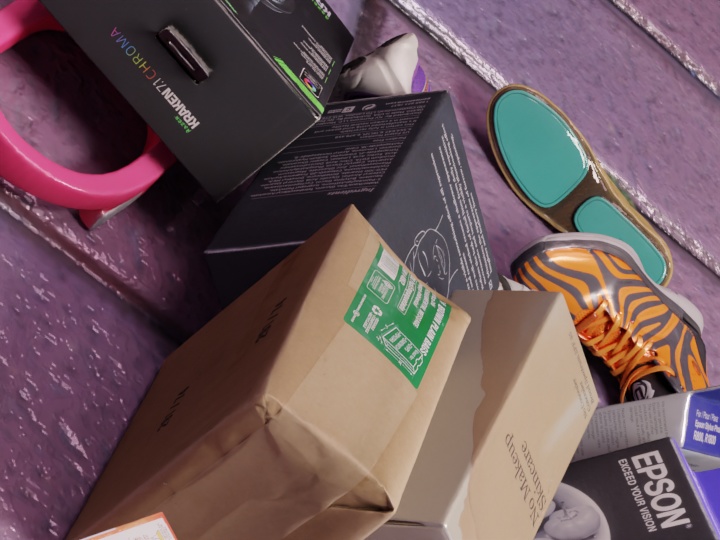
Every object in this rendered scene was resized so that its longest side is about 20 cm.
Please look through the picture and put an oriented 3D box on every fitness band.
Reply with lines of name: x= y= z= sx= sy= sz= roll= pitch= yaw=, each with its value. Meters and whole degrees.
fitness band: x=-0.179 y=-0.106 z=1.567 sx=0.144 sy=0.037 sz=0.200 roll=50 pitch=32 yaw=-4

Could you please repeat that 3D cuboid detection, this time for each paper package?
paper package: x=-0.049 y=0.092 z=1.396 sx=0.103 sy=0.190 sz=0.200 roll=44 pitch=32 yaw=-12

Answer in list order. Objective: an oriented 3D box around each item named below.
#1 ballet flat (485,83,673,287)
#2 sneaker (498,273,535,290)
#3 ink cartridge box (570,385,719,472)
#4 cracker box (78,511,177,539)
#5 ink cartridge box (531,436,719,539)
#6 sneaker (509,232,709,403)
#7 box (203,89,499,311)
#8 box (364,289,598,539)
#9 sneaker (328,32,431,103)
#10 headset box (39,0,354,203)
ballet flat: x=0.164 y=-0.058 z=1.937 sx=0.200 sy=0.068 sz=0.063 roll=52 pitch=5 yaw=-4
sneaker: x=0.064 y=0.064 z=1.690 sx=0.087 sy=0.076 sz=0.200 roll=32 pitch=32 yaw=5
ink cartridge box: x=0.200 y=0.115 z=1.641 sx=0.196 sy=0.199 sz=0.044 roll=16 pitch=66 yaw=-60
cracker box: x=-0.183 y=0.189 z=1.191 sx=0.199 sy=0.134 sz=0.058 roll=-13 pitch=69 yaw=-54
ink cartridge box: x=0.166 y=0.176 z=1.452 sx=0.199 sy=0.198 sz=0.044 roll=-108 pitch=-175 yaw=-57
sneaker: x=0.194 y=0.051 z=1.838 sx=0.199 sy=0.077 sz=0.113 roll=26 pitch=40 yaw=-34
box: x=0.000 y=0.000 z=1.570 sx=0.200 sy=0.106 sz=0.149 roll=-60 pitch=139 yaw=-56
box: x=0.063 y=0.109 z=1.465 sx=0.201 sy=0.077 sz=0.095 roll=-60 pitch=139 yaw=-41
sneaker: x=0.015 y=-0.106 z=1.720 sx=0.084 sy=0.080 sz=0.200 roll=62 pitch=-1 yaw=-3
headset box: x=-0.102 y=-0.159 z=1.600 sx=0.174 sy=0.093 sz=0.200 roll=49 pitch=19 yaw=-11
